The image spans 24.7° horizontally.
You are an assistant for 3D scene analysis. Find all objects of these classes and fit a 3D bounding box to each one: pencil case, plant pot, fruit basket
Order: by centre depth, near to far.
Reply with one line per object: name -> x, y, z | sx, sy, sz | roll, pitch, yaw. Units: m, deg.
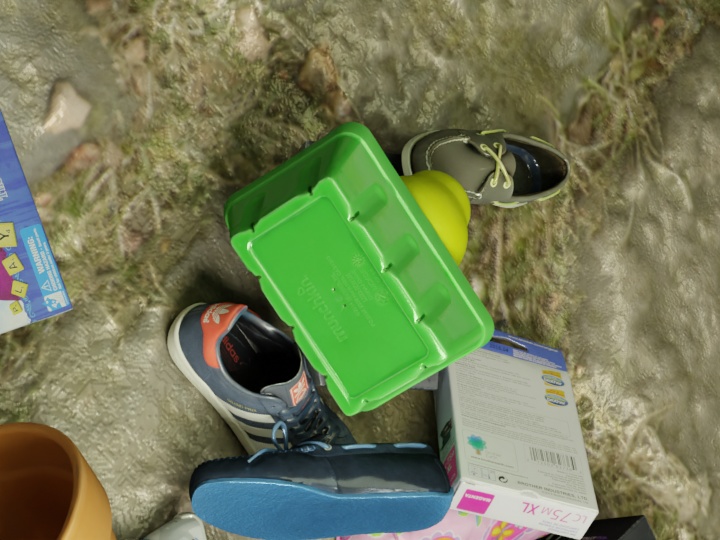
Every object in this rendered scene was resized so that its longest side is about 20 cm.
plant pot -> -0.224, 0.216, 1.032 | 0.200, 0.200, 0.140 | -56, 130, -33
fruit basket -> 0.009, -0.009, 1.265 | 0.216, 0.155, 0.216 | 52, 17, -23
pencil case -> 0.075, 0.201, 1.335 | 0.200, 0.087, 0.087 | -13, 87, -40

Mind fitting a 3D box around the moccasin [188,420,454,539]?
moccasin -> -0.032, 0.158, 1.227 | 0.200, 0.080, 0.068 | 7, 45, -21

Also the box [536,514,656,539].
box -> 0.158, 0.299, 1.349 | 0.200, 0.122, 0.106 | -33, 100, -38

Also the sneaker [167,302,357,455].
sneaker -> -0.056, 0.100, 1.251 | 0.200, 0.084, 0.075 | 44, 56, -22

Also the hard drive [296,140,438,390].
hard drive -> 0.000, 0.000, 1.348 | 0.135, 0.042, 0.200 | 5, 75, -38

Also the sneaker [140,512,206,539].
sneaker -> -0.091, 0.262, 1.194 | 0.087, 0.075, 0.200 | -42, 106, -43

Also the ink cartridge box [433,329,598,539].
ink cartridge box -> 0.122, 0.126, 1.356 | 0.119, 0.042, 0.200 | 16, 38, -14

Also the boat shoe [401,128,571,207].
boat shoe -> 0.110, -0.089, 1.419 | 0.202, 0.060, 0.072 | 0, 80, -54

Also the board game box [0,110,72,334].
board game box -> -0.316, -0.035, 1.104 | 0.199, 0.041, 0.200 | -22, 93, -40
